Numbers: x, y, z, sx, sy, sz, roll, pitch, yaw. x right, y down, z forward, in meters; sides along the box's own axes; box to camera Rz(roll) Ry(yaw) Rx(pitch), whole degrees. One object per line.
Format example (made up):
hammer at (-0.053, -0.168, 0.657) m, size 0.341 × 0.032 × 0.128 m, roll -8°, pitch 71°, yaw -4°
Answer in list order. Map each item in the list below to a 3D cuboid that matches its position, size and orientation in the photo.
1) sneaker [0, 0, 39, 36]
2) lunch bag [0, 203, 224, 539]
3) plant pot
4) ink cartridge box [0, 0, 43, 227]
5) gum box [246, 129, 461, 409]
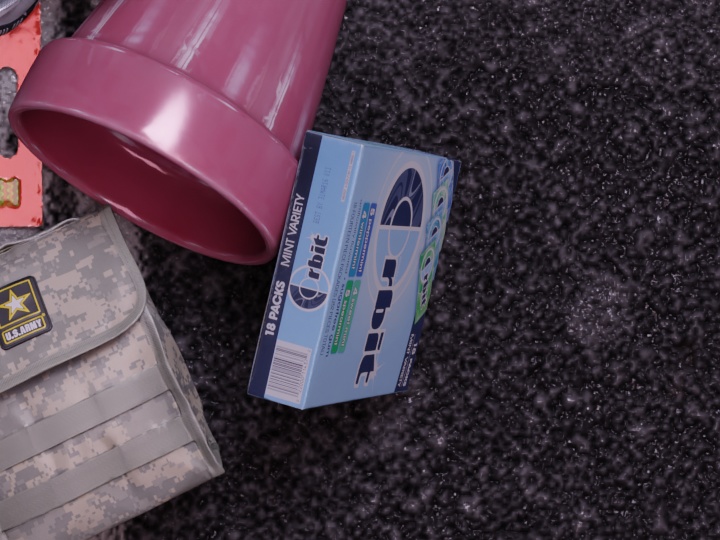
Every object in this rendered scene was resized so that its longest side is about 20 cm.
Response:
sneaker at (-0.240, -0.185, 1.259) m, size 0.200 × 0.115 × 0.075 m, roll -39°, pitch 104°, yaw -41°
lunch bag at (-0.202, 0.073, 1.338) m, size 0.163 × 0.118 × 0.201 m, roll -25°, pitch 98°, yaw -3°
plant pot at (-0.103, -0.129, 1.302) m, size 0.199 × 0.200 × 0.180 m, roll 30°, pitch 75°, yaw -13°
ink cartridge box at (-0.312, -0.103, 1.327) m, size 0.198 × 0.050 × 0.164 m, roll 0°, pitch 98°, yaw -8°
gum box at (0.000, 0.000, 1.330) m, size 0.044 × 0.200 × 0.171 m, roll 14°, pitch 95°, yaw 19°
